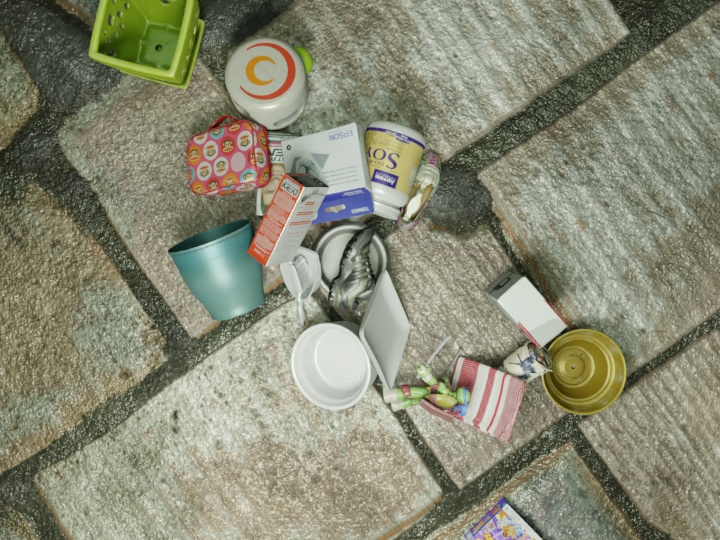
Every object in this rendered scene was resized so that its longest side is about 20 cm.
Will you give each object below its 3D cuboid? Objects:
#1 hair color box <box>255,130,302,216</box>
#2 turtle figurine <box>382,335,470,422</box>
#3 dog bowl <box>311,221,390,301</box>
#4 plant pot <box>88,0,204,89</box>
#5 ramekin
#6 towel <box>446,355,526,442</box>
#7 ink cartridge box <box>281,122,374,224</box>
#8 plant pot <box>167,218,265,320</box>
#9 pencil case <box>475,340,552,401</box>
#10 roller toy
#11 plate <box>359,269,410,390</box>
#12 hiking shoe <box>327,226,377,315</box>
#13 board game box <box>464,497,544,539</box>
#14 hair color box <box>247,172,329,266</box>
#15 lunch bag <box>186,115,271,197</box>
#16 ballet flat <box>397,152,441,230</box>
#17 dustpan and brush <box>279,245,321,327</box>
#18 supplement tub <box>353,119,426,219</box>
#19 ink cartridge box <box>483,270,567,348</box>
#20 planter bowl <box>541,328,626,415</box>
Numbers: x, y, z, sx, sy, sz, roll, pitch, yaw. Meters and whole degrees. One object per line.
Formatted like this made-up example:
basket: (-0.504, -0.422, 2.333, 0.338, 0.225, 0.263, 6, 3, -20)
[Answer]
hair color box: (-0.193, -0.226, 1.525, 0.099, 0.061, 0.201, 3, 91, -1)
turtle figurine: (0.155, 0.255, 1.504, 0.193, 0.144, 0.201, -13, 91, 15)
dog bowl: (-0.024, -0.021, 1.531, 0.199, 0.059, 0.201, 0, 91, 0)
plant pot: (-0.471, -0.531, 1.459, 0.199, 0.181, 0.200, 14, 91, -1)
ramekin: (-0.052, 0.213, 1.486, 0.200, 0.098, 0.201, 3, 97, 23)
towel: (0.282, 0.293, 1.485, 0.023, 0.200, 0.144, 17, 90, -41)
ink cartridge box: (-0.076, -0.212, 1.438, 0.199, 0.041, 0.201, -9, 92, 26)
plant pot: (-0.311, 0.005, 1.469, 0.200, 0.200, 0.188, -19, 105, 0)
pencil case: (0.353, 0.252, 1.493, 0.078, 0.090, 0.200, 28, 120, -23)
roller toy: (-0.216, -0.428, 1.483, 0.199, 0.140, 0.183, 9, 80, 2)
plate: (0.051, 0.135, 1.445, 0.032, 0.200, 0.200, -3, 132, 25)
hiking shoe: (0.000, 0.000, 1.475, 0.100, 0.076, 0.200, 22, 98, -12)
board game box: (0.372, 0.674, 1.550, 0.134, 0.045, 0.200, -45, 91, 0)
hair color box: (-0.159, -0.112, 1.407, 0.064, 0.111, 0.200, 36, 110, 18)
lunch bag: (-0.309, -0.269, 1.484, 0.200, 0.082, 0.177, -7, 88, 25)
ballet flat: (0.144, -0.189, 1.524, 0.069, 0.071, 0.200, 24, 90, -1)
dustpan and brush: (-0.142, 0.042, 1.518, 0.057, 0.139, 0.200, -33, 126, -33)
supplement tub: (0.058, -0.232, 1.485, 0.145, 0.145, 0.200, 17, 90, -1)
ink cartridge box: (0.372, 0.084, 1.467, 0.083, 0.200, 0.145, -42, 91, 4)
planter bowl: (0.520, 0.236, 1.527, 0.200, 0.083, 0.201, 0, 90, 0)
